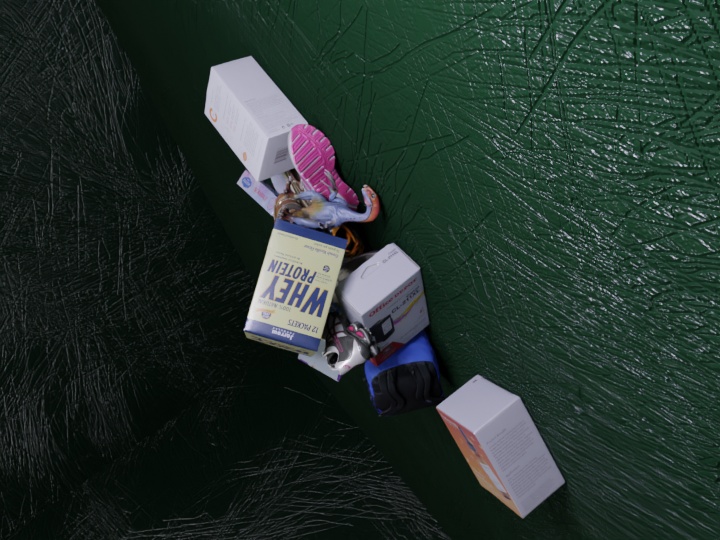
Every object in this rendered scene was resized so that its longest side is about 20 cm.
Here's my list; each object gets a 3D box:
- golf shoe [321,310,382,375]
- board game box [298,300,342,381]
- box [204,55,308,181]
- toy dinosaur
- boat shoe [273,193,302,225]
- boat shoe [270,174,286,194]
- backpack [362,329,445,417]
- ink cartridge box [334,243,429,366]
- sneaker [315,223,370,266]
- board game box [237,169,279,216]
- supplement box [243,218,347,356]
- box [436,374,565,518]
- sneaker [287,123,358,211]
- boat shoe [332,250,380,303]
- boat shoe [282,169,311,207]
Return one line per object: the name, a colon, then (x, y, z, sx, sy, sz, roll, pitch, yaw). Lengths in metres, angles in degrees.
golf shoe: (-0.041, 0.131, 1.379, 0.077, 0.088, 0.200, 54, 166, -17)
board game box: (-0.033, 0.114, 1.601, 0.102, 0.200, 0.105, 27, 138, 12)
box: (-0.206, -0.295, 1.473, 0.200, 0.097, 0.125, 51, 146, 19)
toy dinosaur: (-0.051, -0.116, 1.357, 0.179, 0.106, 0.200, 12, 175, 7)
boat shoe: (-0.144, -0.078, 1.585, 0.201, 0.075, 0.074, 93, 155, -46)
boat shoe: (-0.183, -0.259, 1.638, 0.068, 0.071, 0.201, -105, -5, -53)
backpack: (0.078, 0.198, 1.600, 0.201, 0.161, 0.169, 71, 180, -56)
ink cartridge box: (0.045, 0.068, 1.425, 0.083, 0.145, 0.201, 44, 164, 31)
sneaker: (-0.033, -0.052, 1.502, 0.077, 0.079, 0.200, 27, 176, 40)
board game box: (-0.160, -0.136, 1.720, 0.199, 0.041, 0.199, 30, -173, -41)
supplement box: (-0.120, 0.039, 1.382, 0.133, 0.202, 0.200, 16, 169, -4)
box: (0.251, 0.314, 1.373, 0.201, 0.106, 0.152, 59, 167, -17)
sneaker: (-0.083, -0.183, 1.418, 0.088, 0.081, 0.201, 31, 152, 58)
boat shoe: (0.000, 0.000, 1.517, 0.073, 0.063, 0.199, 47, 134, -11)
boat shoe: (-0.103, -0.170, 1.550, 0.203, 0.074, 0.075, 50, 158, 19)
